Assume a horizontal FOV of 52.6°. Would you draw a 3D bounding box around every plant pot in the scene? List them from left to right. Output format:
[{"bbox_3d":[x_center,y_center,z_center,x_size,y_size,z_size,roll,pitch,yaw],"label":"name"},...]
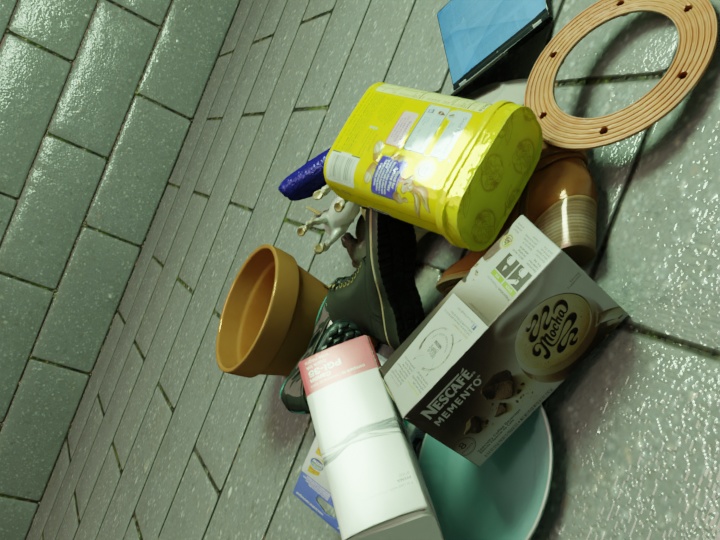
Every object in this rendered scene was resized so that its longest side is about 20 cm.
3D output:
[{"bbox_3d":[-0.118,0.077,1.121,0.200,0.139,0.202,-40,39,42],"label":"plant pot"}]

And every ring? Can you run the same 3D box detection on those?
[{"bbox_3d":[0.255,-0.203,0.730,0.199,0.019,0.202,-27,46,31],"label":"ring"}]

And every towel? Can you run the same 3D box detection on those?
[{"bbox_3d":[-0.013,-0.170,1.031,0.199,0.050,0.147,-30,-1,27],"label":"towel"}]

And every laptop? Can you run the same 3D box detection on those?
[{"bbox_3d":[0.142,-0.314,0.959,0.200,0.116,0.187,-43,8,-38],"label":"laptop"}]

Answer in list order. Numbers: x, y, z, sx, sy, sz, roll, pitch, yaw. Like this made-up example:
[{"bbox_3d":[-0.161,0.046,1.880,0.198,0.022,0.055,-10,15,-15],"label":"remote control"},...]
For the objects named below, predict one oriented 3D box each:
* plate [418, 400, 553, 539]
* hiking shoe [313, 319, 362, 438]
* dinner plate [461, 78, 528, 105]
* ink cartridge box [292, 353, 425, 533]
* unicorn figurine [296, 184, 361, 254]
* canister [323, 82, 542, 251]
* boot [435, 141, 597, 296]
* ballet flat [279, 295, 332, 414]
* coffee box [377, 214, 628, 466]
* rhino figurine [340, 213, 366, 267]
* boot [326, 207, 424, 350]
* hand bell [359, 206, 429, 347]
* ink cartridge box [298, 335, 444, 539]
[{"bbox_3d":[0.123,0.200,0.723,0.200,0.025,0.202,-43,35,41],"label":"plate"},{"bbox_3d":[-0.038,0.151,0.954,0.087,0.073,0.202,-123,38,-66],"label":"hiking shoe"},{"bbox_3d":[0.123,-0.185,0.896,0.199,0.024,0.200,-33,17,11],"label":"dinner plate"},{"bbox_3d":[0.005,0.207,0.867,0.119,0.042,0.202,27,93,33],"label":"ink cartridge box"},{"bbox_3d":[-0.033,-0.085,1.018,0.199,0.074,0.137,-34,4,39],"label":"unicorn figurine"},{"bbox_3d":[0.070,-0.119,0.771,0.199,0.086,0.149,24,79,41],"label":"canister"},{"bbox_3d":[0.162,-0.059,0.782,0.199,0.076,0.157,-32,45,46],"label":"boot"},{"bbox_3d":[-0.042,0.115,1.035,0.068,0.068,0.202,18,80,47],"label":"ballet flat"},{"bbox_3d":[0.127,0.067,0.671,0.200,0.113,0.080,-48,30,10],"label":"coffee box"},{"bbox_3d":[0.033,-0.092,1.067,0.202,0.059,0.087,-67,21,5],"label":"rhino figurine"},{"bbox_3d":[0.000,0.000,0.915,0.137,0.077,0.203,8,110,43],"label":"boot"},{"bbox_3d":[0.026,0.023,0.992,0.104,0.103,0.202,34,112,63],"label":"hand bell"},{"bbox_3d":[0.014,0.190,0.713,0.082,0.147,0.201,-20,45,0],"label":"ink cartridge box"}]
